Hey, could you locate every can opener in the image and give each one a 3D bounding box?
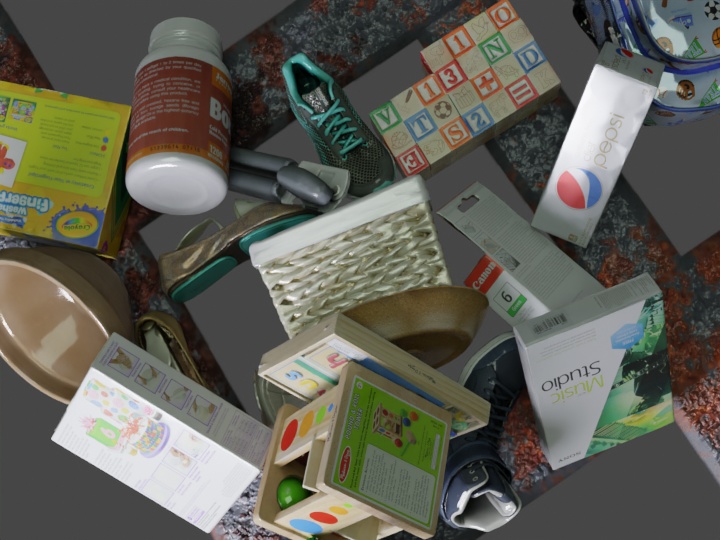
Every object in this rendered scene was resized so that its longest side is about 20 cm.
[{"bbox_3d":[-0.092,-0.105,1.161,0.198,0.066,0.053,15,71,41],"label":"can opener"}]

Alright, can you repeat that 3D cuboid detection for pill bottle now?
[{"bbox_3d":[-0.198,-0.173,1.179,0.110,0.113,0.203,-4,63,6],"label":"pill bottle"}]

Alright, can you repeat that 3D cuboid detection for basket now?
[{"bbox_3d":[0.000,0.000,1.138,0.198,0.136,0.125,-23,82,4],"label":"basket"}]

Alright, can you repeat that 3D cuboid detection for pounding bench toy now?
[{"bbox_3d":[-0.019,0.222,1.008,0.123,0.156,0.202,28,52,-21],"label":"pounding bench toy"}]

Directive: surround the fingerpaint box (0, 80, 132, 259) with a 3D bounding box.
[{"bbox_3d":[-0.361,-0.117,1.225,0.197,0.073,0.169,11,83,8],"label":"fingerpaint box"}]

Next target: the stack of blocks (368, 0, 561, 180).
[{"bbox_3d":[0.109,-0.196,1.191,0.199,0.059,0.116,-32,80,1],"label":"stack of blocks"}]

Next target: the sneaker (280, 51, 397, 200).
[{"bbox_3d":[-0.033,-0.159,1.159,0.077,0.091,0.201,-37,59,0],"label":"sneaker"}]

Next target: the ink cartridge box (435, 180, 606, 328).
[{"bbox_3d":[0.166,0.000,1.131,0.200,0.109,0.051,41,127,10],"label":"ink cartridge box"}]

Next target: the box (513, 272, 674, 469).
[{"bbox_3d":[0.239,0.106,1.071,0.143,0.201,0.037,-21,43,-1],"label":"box"}]

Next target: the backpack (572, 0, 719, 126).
[{"bbox_3d":[0.343,-0.256,1.134,0.197,0.154,0.193,-16,91,1],"label":"backpack"}]

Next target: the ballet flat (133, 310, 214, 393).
[{"bbox_3d":[-0.200,0.137,1.177,0.068,0.063,0.202,-30,80,0],"label":"ballet flat"}]

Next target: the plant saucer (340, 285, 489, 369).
[{"bbox_3d":[0.041,0.075,1.087,0.197,0.201,0.036,-17,67,4],"label":"plant saucer"}]

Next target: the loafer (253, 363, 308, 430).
[{"bbox_3d":[-0.068,0.193,1.161,0.071,0.063,0.203,-19,96,-23],"label":"loafer"}]

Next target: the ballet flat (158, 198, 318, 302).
[{"bbox_3d":[-0.143,-0.040,1.196,0.198,0.068,0.068,-28,66,1],"label":"ballet flat"}]

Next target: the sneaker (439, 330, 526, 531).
[{"bbox_3d":[0.137,0.169,1.090,0.077,0.146,0.203,34,93,-27],"label":"sneaker"}]

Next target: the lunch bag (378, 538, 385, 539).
[{"bbox_3d":[-0.008,0.363,1.095,0.164,0.118,0.200,-42,81,-4],"label":"lunch bag"}]

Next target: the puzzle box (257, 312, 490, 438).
[{"bbox_3d":[0.013,0.117,1.050,0.199,0.133,0.026,32,52,-25],"label":"puzzle box"}]

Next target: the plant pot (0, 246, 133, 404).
[{"bbox_3d":[-0.317,0.046,1.168,0.199,0.202,0.093,29,45,10],"label":"plant pot"}]

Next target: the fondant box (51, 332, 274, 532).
[{"bbox_3d":[-0.205,0.172,1.109,0.199,0.059,0.145,32,131,-8],"label":"fondant box"}]

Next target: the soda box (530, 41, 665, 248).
[{"bbox_3d":[0.244,-0.127,1.106,0.067,0.064,0.202,23,128,9],"label":"soda box"}]
